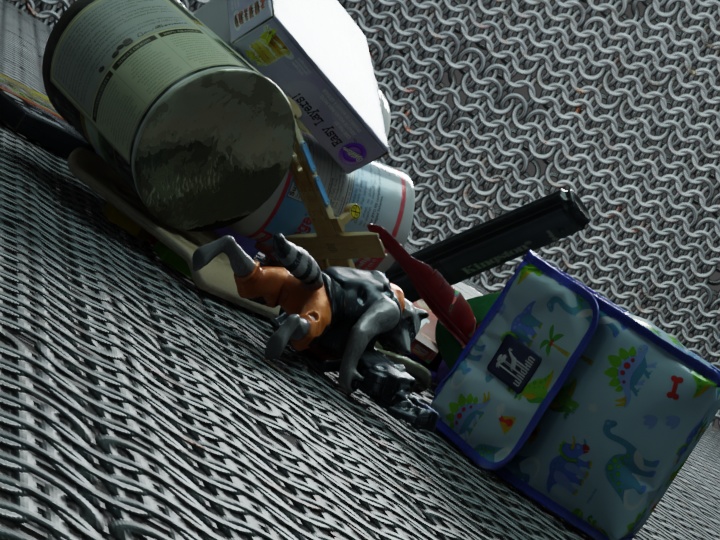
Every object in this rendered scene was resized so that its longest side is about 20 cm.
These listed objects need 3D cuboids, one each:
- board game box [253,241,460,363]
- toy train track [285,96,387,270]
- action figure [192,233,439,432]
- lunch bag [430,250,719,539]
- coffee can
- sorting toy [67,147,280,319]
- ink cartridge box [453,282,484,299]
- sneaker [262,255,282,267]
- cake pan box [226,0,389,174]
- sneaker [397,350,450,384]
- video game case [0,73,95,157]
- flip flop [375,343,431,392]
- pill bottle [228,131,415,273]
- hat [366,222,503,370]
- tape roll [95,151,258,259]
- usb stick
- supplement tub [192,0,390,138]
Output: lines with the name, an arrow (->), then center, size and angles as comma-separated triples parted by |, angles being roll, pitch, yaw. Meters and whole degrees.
board game box -> 0.000, 0.000, 1.819 | 0.200, 0.019, 0.103 | 34, 39, -7
toy train track -> -0.031, -0.064, 1.651 | 0.115, 0.033, 0.200 | -1, -58, 41
action figure -> -0.010, 0.038, 1.470 | 0.200, 0.105, 0.193 | 33, 14, 37
lunch bag -> 0.174, 0.104, 1.545 | 0.200, 0.170, 0.127 | 34, 4, 17
coffee can -> -0.164, -0.142, 1.603 | 0.146, 0.146, 0.200 | 28, 11, -41
sorting toy -> -0.145, -0.020, 1.633 | 0.200, 0.036, 0.185 | 41, 9, 35
ink cartridge box -> 0.121, 0.074, 2.059 | 0.146, 0.083, 0.200 | 33, 5, 17
sneaker -> -0.047, -0.017, 1.959 | 0.088, 0.076, 0.200 | 31, 5, -3
cake pan box -> -0.052, -0.211, 1.708 | 0.184, 0.052, 0.200 | 49, 20, -38
sneaker -> 0.067, 0.061, 1.891 | 0.083, 0.081, 0.200 | 22, 9, -31
video game case -> -0.313, -0.149, 1.912 | 0.200, 0.026, 0.181 | 26, 8, -48
flip flop -> 0.011, 0.054, 1.691 | 0.081, 0.058, 0.200 | 30, 5, -21
pill bottle -> -0.058, -0.071, 1.735 | 0.200, 0.109, 0.109 | 20, 9, -24
hat -> 0.077, 0.071, 1.735 | 0.176, 0.200, 0.166 | 0, -10, -12
tape roll -> -0.166, -0.095, 1.871 | 0.200, 0.066, 0.200 | 37, 12, -9
usb stick -> 0.116, -0.021, 1.764 | 0.055, 0.200, 0.033 | 44, 29, -46
supplement tub -> -0.085, -0.165, 1.865 | 0.200, 0.145, 0.145 | 34, 3, -30
